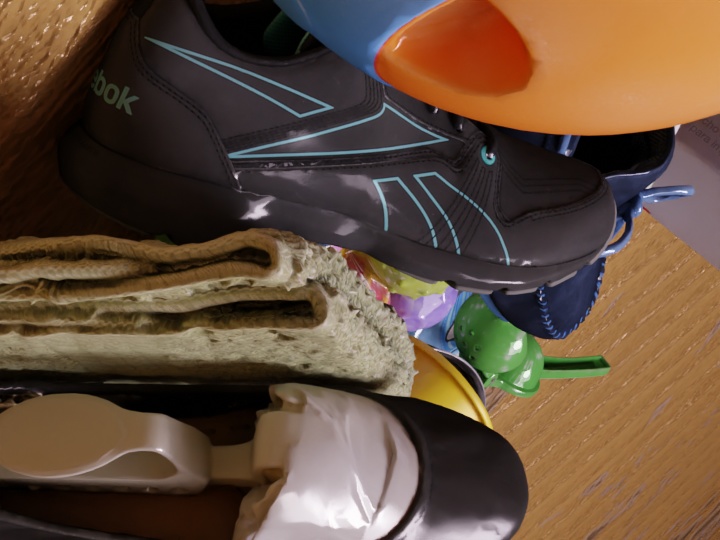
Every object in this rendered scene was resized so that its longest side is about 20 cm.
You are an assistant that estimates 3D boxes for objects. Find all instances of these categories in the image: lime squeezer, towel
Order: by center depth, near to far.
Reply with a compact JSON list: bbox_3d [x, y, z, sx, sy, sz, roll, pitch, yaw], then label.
[{"bbox_3d":[-0.061,0.018,0.738,0.200,0.147,0.037,45,45,-74],"label":"towel"},{"bbox_3d":[0.073,0.023,1.023,0.071,0.038,0.200,-50,158,-13],"label":"lime squeezer"}]

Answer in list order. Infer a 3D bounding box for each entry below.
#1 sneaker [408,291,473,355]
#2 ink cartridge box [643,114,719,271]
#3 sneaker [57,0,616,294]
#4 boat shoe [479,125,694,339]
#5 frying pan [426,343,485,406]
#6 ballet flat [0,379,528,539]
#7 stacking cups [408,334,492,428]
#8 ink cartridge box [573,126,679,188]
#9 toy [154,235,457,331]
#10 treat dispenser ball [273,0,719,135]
[{"bbox_3d":[0.039,-0.003,1.044,0.200,0.078,0.090,-42,160,-26],"label":"sneaker"},{"bbox_3d":[0.199,-0.112,1.099,0.200,0.145,0.084,-44,163,-19],"label":"ink cartridge box"},{"bbox_3d":[0.005,-0.043,0.745,0.199,0.075,0.080,7,110,-32],"label":"sneaker"},{"bbox_3d":[0.078,-0.044,0.838,0.084,0.068,0.201,-53,152,-33],"label":"boat shoe"},{"bbox_3d":[-0.036,0.074,0.985,0.189,0.031,0.115,-7,136,-22],"label":"frying pan"},{"bbox_3d":[-0.045,0.065,0.717,0.068,0.199,0.068,95,-5,-71],"label":"ballet flat"},{"bbox_3d":[-0.039,0.107,0.905,0.200,0.061,0.061,-40,162,-20],"label":"stacking cups"},{"bbox_3d":[0.124,-0.148,0.879,0.200,0.048,0.146,110,-5,-55],"label":"ink cartridge box"},{"bbox_3d":[0.000,0.000,0.880,0.115,0.047,0.200,-38,157,29],"label":"toy"},{"bbox_3d":[0.052,-0.132,0.544,0.201,0.201,0.201,-45,164,-17],"label":"treat dispenser ball"}]
